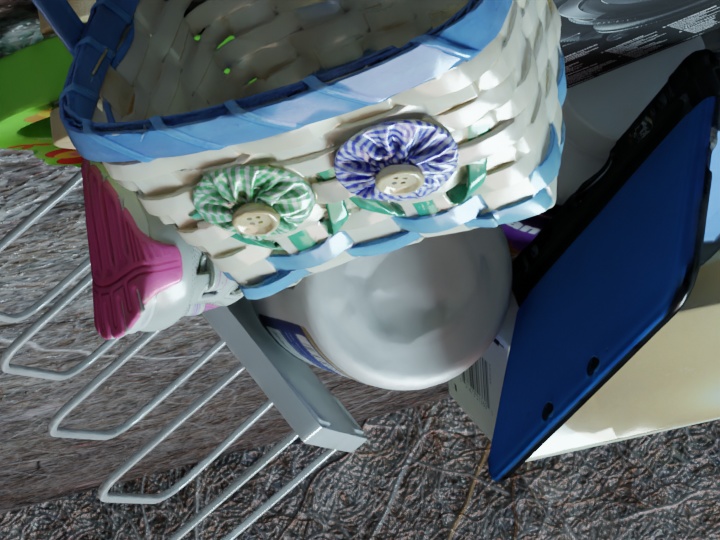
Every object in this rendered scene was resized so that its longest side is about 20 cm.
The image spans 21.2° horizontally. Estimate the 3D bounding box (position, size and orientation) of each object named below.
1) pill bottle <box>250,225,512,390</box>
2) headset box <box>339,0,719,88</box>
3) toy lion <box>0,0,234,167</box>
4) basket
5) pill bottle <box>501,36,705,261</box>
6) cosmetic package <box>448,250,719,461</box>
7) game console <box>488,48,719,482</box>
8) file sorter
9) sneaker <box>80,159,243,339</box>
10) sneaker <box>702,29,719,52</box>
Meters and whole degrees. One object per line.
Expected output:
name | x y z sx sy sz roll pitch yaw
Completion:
pill bottle | 0.000 0.000 1.022 0.110 0.112 0.200 -11 -175 -14
headset box | 0.084 -0.135 0.748 0.148 0.078 0.199 -20 167 32
toy lion | -0.094 -0.079 0.900 0.199 0.069 0.191 -5 175 -40
basket | -0.020 -0.098 0.615 0.175 0.201 0.140 -17 -146 23
pill bottle | 0.104 -0.077 1.005 0.110 0.113 0.200 -10 169 -17
cosmetic package | 0.154 0.037 1.061 0.198 0.072 0.105 -11 -158 -17
game console | 0.152 -0.001 0.895 0.169 0.119 0.200 -6 154 -27
file sorter | -0.114 0.054 1.081 0.124 0.200 0.139 -41 168 3
sneaker | -0.085 -0.019 0.910 0.087 0.082 0.200 -5 -170 -7
sneaker | 0.221 -0.104 1.010 0.074 0.088 0.200 35 142 -15
